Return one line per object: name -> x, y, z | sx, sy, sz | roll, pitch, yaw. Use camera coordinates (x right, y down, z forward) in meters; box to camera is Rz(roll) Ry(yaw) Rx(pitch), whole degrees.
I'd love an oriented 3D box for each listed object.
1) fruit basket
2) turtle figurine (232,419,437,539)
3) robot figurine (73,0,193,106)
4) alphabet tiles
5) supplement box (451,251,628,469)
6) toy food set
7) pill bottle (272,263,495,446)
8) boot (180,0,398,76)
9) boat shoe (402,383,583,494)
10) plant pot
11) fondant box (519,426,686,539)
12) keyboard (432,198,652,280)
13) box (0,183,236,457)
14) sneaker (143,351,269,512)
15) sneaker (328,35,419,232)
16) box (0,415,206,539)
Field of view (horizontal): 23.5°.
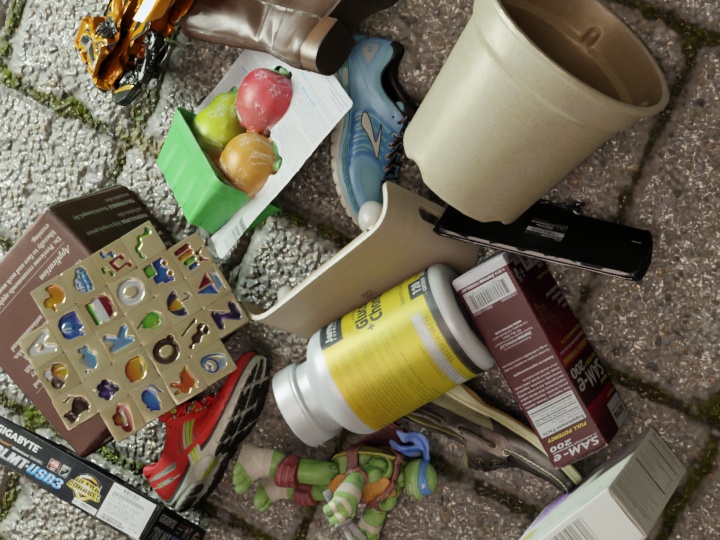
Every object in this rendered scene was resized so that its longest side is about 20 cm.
fruit basket -> -0.099, -0.133, 1.672 | 0.200, 0.094, 0.185 | -46, 45, 12
turtle figurine -> -0.027, 0.245, 1.715 | 0.194, 0.144, 0.200 | 6, 99, 23
robot figurine -> -0.218, -0.262, 1.693 | 0.200, 0.058, 0.145 | -57, 38, 20
alphabet tiles -> -0.214, 0.057, 1.635 | 0.200, 0.006, 0.167 | -31, 84, -4
supplement box -> 0.171, 0.075, 1.625 | 0.061, 0.109, 0.200 | -29, 91, 22
toy food set -> 0.000, 0.000, 1.661 | 0.200, 0.143, 0.060 | -38, 53, 25
pill bottle -> 0.020, 0.086, 1.636 | 0.200, 0.112, 0.112 | -30, 89, 15
boot -> -0.062, -0.279, 1.664 | 0.200, 0.064, 0.186 | 22, 65, 40
boat shoe -> 0.120, 0.164, 1.674 | 0.200, 0.073, 0.065 | 32, 80, 21
plant pot -> 0.142, -0.148, 1.557 | 0.200, 0.200, 0.184 | 43, 121, 7
fondant box -> 0.213, 0.231, 1.591 | 0.144, 0.200, 0.058 | -41, 84, 22
keyboard -> 0.175, -0.029, 1.613 | 0.200, 0.104, 0.040 | 15, 129, 17
box -> -0.262, 0.047, 1.748 | 0.200, 0.164, 0.166 | 48, 111, 5
sneaker -> -0.166, 0.159, 1.786 | 0.085, 0.077, 0.200 | 38, 111, 15
sneaker -> 0.019, -0.128, 1.658 | 0.090, 0.078, 0.200 | -5, 99, 18
box -> -0.270, 0.226, 1.770 | 0.198, 0.200, 0.050 | 29, 81, 15
